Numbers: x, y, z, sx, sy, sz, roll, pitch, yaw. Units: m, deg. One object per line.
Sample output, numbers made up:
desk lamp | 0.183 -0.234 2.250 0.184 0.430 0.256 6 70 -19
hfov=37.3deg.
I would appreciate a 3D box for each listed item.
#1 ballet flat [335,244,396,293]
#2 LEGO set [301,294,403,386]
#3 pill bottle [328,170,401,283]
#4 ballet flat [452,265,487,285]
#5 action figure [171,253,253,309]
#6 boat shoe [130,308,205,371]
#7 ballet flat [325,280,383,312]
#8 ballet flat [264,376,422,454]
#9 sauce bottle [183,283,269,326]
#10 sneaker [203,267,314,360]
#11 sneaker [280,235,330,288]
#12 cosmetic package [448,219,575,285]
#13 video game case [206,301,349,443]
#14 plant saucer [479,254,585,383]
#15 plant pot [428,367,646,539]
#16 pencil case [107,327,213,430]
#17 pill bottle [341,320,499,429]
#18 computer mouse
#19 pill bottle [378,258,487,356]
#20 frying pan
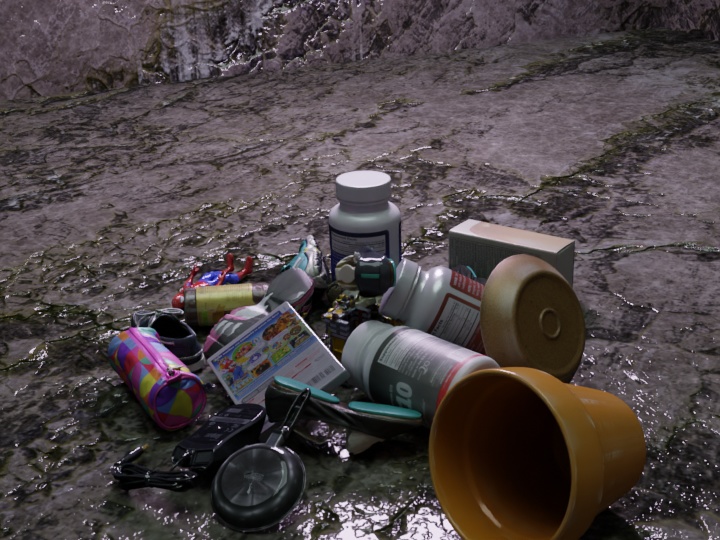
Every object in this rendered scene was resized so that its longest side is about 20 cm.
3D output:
ballet flat | 0.000 0.000 1.506 0.073 0.073 0.200 -6 3 -9
LEGO set | -0.021 0.074 1.554 0.200 0.116 0.154 -21 29 -39
pill bottle | 0.008 -0.056 1.758 0.120 0.200 0.120 -1 22 1
ballet flat | 0.172 0.043 1.675 0.068 0.068 0.200 -16 15 -11
action figure | -0.256 0.020 1.801 0.065 0.052 0.200 12 29 22
boat shoe | -0.296 0.092 1.607 0.075 0.062 0.200 -16 26 -25
ballet flat | 0.030 0.041 1.677 0.200 0.068 0.075 -6 28 20
ballet flat | -0.024 0.187 1.335 0.200 0.068 0.068 14 5 8
sauce bottle | -0.178 0.052 1.691 0.200 0.065 0.065 -4 23 -4
sneaker | -0.139 0.091 1.591 0.200 0.086 0.080 -37 52 -22
sneaker | -0.099 -0.007 1.804 0.080 0.078 0.200 -22 11 3
cosmetic package | 0.247 -0.012 1.761 0.200 0.105 0.071 15 28 32
video game case | -0.115 0.132 1.445 0.143 0.018 0.200 -37 37 -7
plant saucer | 0.243 0.074 1.432 0.200 0.200 0.035 -23 4 -40
plant pot | 0.208 0.202 1.165 0.183 0.200 0.200 0 16 -42
pencil case | -0.278 0.141 1.457 0.088 0.088 0.200 -15 24 -28
pill bottle | 0.077 0.139 1.396 0.200 0.114 0.114 19 30 41
computer mouse | -0.208 0.225 1.315 0.140 0.046 0.200 -3 19 30
pill bottle | 0.132 0.063 1.485 0.200 0.112 0.112 26 23 -5
frying pan | -0.094 0.219 1.235 0.115 0.031 0.190 31 65 37
